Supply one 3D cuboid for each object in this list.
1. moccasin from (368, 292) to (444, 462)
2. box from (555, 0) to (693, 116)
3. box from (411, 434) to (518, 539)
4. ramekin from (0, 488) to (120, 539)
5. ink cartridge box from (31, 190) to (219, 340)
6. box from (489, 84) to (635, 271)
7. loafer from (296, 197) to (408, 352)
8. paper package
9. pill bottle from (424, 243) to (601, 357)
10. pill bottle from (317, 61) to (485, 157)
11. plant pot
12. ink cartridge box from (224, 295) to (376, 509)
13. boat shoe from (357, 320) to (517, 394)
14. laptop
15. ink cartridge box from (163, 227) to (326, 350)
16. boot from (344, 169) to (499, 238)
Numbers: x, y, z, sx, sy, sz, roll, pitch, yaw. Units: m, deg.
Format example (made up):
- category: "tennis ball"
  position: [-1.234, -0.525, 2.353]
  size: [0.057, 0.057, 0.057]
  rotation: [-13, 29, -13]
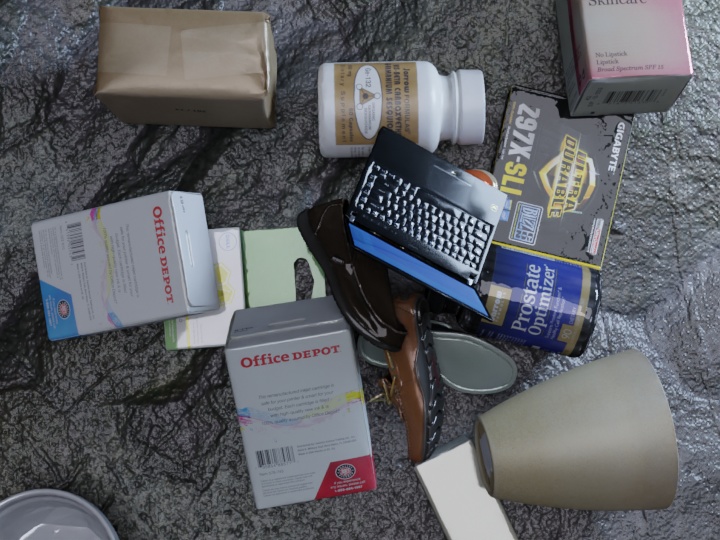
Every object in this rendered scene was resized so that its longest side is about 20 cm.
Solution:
- category: "moccasin"
  position: [0.051, 0.128, 1.393]
  size: [0.077, 0.074, 0.203]
  rotation: [-5, 107, 22]
- category: "box"
  position: [0.311, -0.299, 1.419]
  size: [0.127, 0.109, 0.202]
  rotation: [-3, 74, -3]
- category: "box"
  position: [0.139, 0.308, 1.438]
  size: [0.082, 0.068, 0.201]
  rotation: [-24, 88, -1]
- category: "ramekin"
  position: [-0.368, 0.365, 1.398]
  size: [0.198, 0.105, 0.202]
  rotation: [-1, 72, 3]
- category: "ink cartridge box"
  position: [-0.279, -0.005, 1.411]
  size: [0.198, 0.085, 0.146]
  rotation: [-11, 87, 22]
- category: "box"
  position: [0.240, -0.114, 1.466]
  size: [0.158, 0.049, 0.202]
  rotation: [14, 88, 2]
- category: "loafer"
  position: [0.000, 0.000, 1.338]
  size: [0.071, 0.073, 0.201]
  rotation: [-36, 75, 16]
- category: "paper package"
  position: [-0.200, -0.235, 1.398]
  size: [0.198, 0.191, 0.104]
  rotation: [2, 85, -1]
- category: "pill bottle"
  position: [0.181, 0.030, 1.426]
  size: [0.198, 0.112, 0.113]
  rotation: [13, 88, -1]
- category: "pill bottle"
  position: [0.049, -0.196, 1.435]
  size: [0.198, 0.114, 0.115]
  rotation: [-1, 88, 0]
- category: "plant pot"
  position: [0.239, 0.199, 1.373]
  size: [0.198, 0.187, 0.189]
  rotation: [-8, 88, -6]
- category: "ink cartridge box"
  position: [-0.068, 0.147, 1.381]
  size: [0.144, 0.145, 0.202]
  rotation: [-8, 107, 0]
- category: "boat shoe"
  position: [0.095, 0.096, 1.450]
  size: [0.198, 0.060, 0.076]
  rotation: [18, 107, -1]
- category: "laptop"
  position: [0.082, -0.056, 1.316]
  size: [0.176, 0.103, 0.201]
  rotation: [28, 66, -12]
- category: "ink cartridge box"
  position: [-0.144, 0.019, 1.461]
  size: [0.198, 0.048, 0.147]
  rotation: [-4, 87, 2]
- category: "boot"
  position: [0.070, -0.072, 1.418]
  size: [0.199, 0.107, 0.076]
  rotation: [-24, 73, 7]
